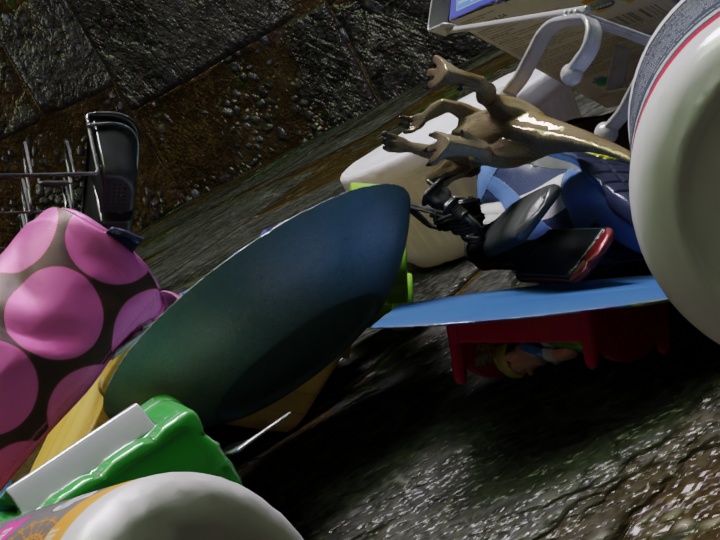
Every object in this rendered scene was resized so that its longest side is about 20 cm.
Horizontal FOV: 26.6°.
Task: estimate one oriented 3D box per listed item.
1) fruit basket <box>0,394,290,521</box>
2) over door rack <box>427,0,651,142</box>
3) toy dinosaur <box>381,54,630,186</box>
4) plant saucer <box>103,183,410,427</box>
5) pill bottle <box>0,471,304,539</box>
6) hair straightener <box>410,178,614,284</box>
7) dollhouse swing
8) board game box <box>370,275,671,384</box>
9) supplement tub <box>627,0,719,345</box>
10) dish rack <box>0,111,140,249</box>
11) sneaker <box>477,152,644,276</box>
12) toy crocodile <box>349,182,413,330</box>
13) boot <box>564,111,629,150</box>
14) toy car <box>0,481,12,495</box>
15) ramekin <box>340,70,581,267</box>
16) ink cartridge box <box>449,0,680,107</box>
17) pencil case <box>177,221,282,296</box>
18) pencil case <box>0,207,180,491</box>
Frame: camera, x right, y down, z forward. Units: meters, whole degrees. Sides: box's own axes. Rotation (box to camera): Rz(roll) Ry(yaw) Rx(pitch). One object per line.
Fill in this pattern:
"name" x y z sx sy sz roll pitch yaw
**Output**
"fruit basket" -0.137 0.130 0.750 0.185 0.094 0.200 -34 6 -25
"over door rack" 0.136 -0.108 0.865 0.200 0.148 0.067 38 111 65
"toy dinosaur" 0.079 -0.072 0.792 0.101 0.058 0.200 12 -2 -31
"plant saucer" -0.043 0.033 0.814 0.201 0.039 0.201 -36 -15 -11
"pill bottle" -0.109 0.141 0.505 0.200 0.116 0.116 -23 11 40
"hair straightener" 0.069 -0.031 0.818 0.041 0.077 0.200 -51 10 -3
"dollhouse swing" -0.122 0.111 0.999 0.182 0.176 0.200 11 -5 -18
"board game box" 0.091 0.031 0.709 0.158 0.039 0.200 -6 3 7
"supplement tub" 0.176 -0.052 0.597 0.140 0.140 0.200 -27 9 16
"dish rack" -0.225 -0.014 0.866 0.200 0.154 0.055 -3 44 -18
"sneaker" 0.130 -0.027 0.865 0.074 0.082 0.200 5 11 -24
"toy crocodile" 0.000 0.000 0.973 0.067 0.062 0.200 0 -15 3
"boot" 0.217 -0.088 0.950 0.186 0.064 0.200 -32 13 -30
"toy car" -0.273 0.158 0.884 0.150 0.175 0.200 13 -37 -35
"ramekin" 0.091 -0.081 1.200 0.202 0.094 0.202 -29 8 4
"ink cartridge box" 0.152 -0.185 0.981 0.200 0.076 0.136 19 -22 -40
"pencil case" -0.131 0.043 1.263 0.200 0.078 0.087 -31 -14 -1
"pencil case" -0.185 0.061 0.779 0.200 0.094 0.091 -52 -3 -20
